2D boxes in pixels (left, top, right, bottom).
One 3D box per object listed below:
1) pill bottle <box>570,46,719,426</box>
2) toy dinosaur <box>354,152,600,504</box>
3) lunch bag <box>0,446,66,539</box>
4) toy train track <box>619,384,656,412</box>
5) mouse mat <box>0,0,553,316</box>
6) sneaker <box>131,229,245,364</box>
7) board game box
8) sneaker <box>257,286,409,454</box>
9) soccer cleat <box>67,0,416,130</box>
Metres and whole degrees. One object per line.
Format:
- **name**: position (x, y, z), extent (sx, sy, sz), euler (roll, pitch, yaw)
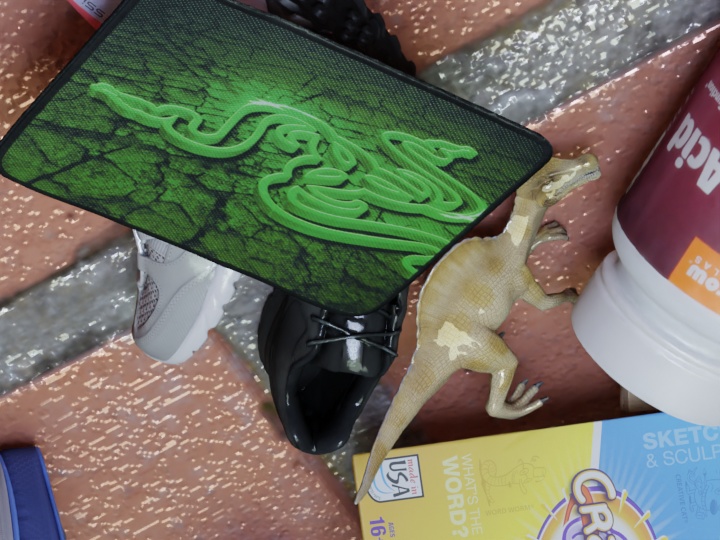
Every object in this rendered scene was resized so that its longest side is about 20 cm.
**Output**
- **pill bottle**: position (0.188, -0.033, 1.393), extent (0.114, 0.114, 0.200), euler (19, 116, -26)
- **toy dinosaur**: position (0.051, 0.029, 1.431), extent (0.200, 0.058, 0.101), euler (-57, 144, -6)
- **lunch bag**: position (-0.203, 0.189, 1.463), extent (0.132, 0.136, 0.201), euler (1, 128, -15)
- **toy train track**: position (0.220, 0.051, 1.527), extent (0.199, 0.033, 0.115), euler (-4, 97, -20)
- **mouse mat**: position (-0.039, -0.048, 1.269), extent (0.199, 0.008, 0.161), euler (21, 140, -24)
- **sneaker**: position (-0.089, -0.053, 1.352), extent (0.082, 0.075, 0.201), euler (5, 115, -11)
- **board game box**: position (0.103, 0.152, 1.444), extent (0.199, 0.154, 0.040), euler (-8, 165, -2)
- **sneaker**: position (0.000, 0.000, 1.394), extent (0.076, 0.091, 0.201), euler (5, 125, -8)
- **soccer cleat**: position (-0.067, -0.112, 1.265), extent (0.200, 0.068, 0.073), euler (33, 119, -11)
